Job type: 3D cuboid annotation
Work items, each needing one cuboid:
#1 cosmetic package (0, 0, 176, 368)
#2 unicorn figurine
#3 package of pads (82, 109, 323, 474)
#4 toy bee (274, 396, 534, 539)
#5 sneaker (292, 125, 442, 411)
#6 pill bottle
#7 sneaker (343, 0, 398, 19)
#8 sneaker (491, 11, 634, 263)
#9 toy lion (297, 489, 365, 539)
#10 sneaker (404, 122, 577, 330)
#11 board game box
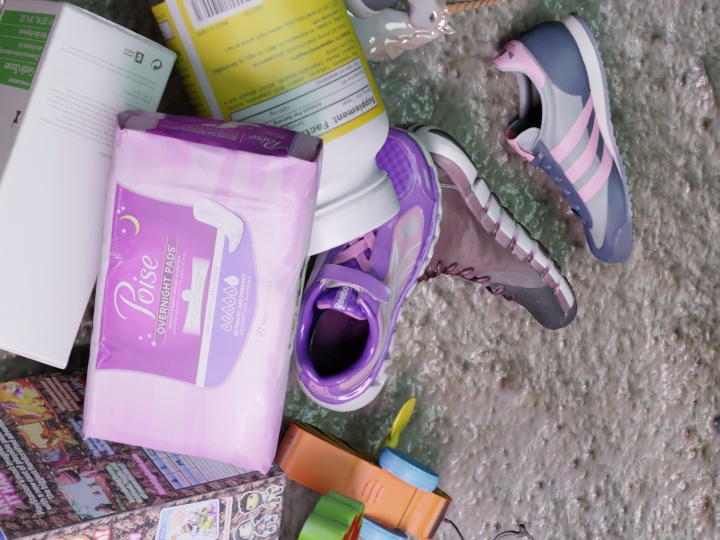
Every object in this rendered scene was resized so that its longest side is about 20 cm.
[{"bbox_3d":[-0.197,-0.055,0.984,0.084,0.107,0.202,22,86,-34],"label":"cosmetic package"},{"bbox_3d":[-0.023,-0.158,1.104,0.137,0.074,0.200,36,99,-30],"label":"unicorn figurine"},{"bbox_3d":[-0.094,0.012,0.945,0.119,0.076,0.202,9,108,0],"label":"package of pads"},{"bbox_3d":[0.021,0.171,1.190,0.131,0.109,0.200,-41,98,-3],"label":"toy bee"},{"bbox_3d":[0.000,0.000,1.100,0.088,0.080,0.202,2,103,-78],"label":"sneaker"},{"bbox_3d":[-0.050,-0.115,1.001,0.112,0.112,0.202,-27,102,-26],"label":"pill bottle"},{"bbox_3d":[0.031,-0.265,1.048,0.075,0.105,0.202,31,47,-53],"label":"sneaker"},{"bbox_3d":[0.153,-0.091,1.240,0.081,0.070,0.202,-20,108,-10],"label":"sneaker"},{"bbox_3d":[-0.041,0.246,1.105,0.068,0.200,0.194,19,84,8],"label":"toy lion"},{"bbox_3d":[0.066,-0.003,1.196,0.116,0.076,0.200,-46,110,-11],"label":"sneaker"},{"bbox_3d":[-0.171,0.143,0.998,0.198,0.159,0.098,-9,121,-31],"label":"board game box"}]
